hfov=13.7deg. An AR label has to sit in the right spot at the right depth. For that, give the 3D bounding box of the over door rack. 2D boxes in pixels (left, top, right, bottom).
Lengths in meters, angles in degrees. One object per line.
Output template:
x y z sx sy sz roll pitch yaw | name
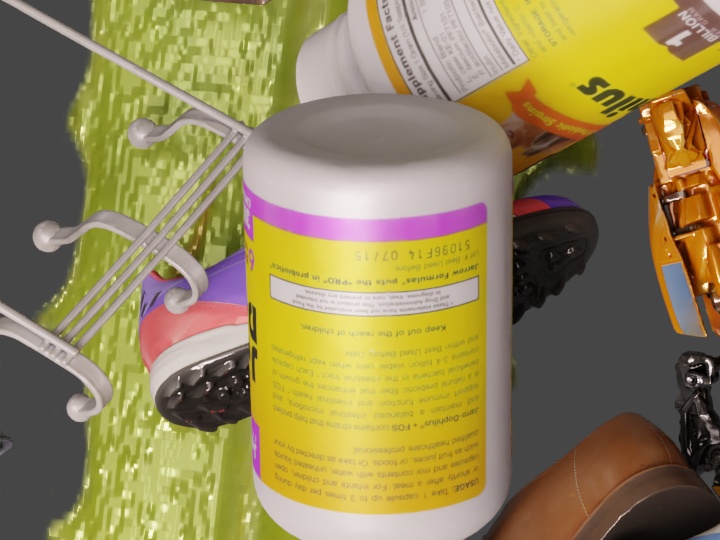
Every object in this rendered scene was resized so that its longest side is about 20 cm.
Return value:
-0.146 -0.043 1.240 0.200 0.067 0.148 36 58 6 | over door rack

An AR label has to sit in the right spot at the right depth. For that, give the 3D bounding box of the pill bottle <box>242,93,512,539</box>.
0.008 0.039 1.171 0.104 0.104 0.201 4 111 13 | pill bottle

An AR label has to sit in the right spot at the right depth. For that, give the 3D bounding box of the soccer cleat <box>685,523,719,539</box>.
0.159 0.125 1.148 0.200 0.070 0.087 -31 45 15 | soccer cleat

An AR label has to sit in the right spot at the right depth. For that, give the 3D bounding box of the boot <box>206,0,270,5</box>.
-0.012 -0.216 1.277 0.186 0.064 0.201 -13 80 23 | boot

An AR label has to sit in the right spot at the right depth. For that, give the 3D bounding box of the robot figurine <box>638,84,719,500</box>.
0.185 0.014 1.217 0.145 0.058 0.201 -18 82 14 | robot figurine

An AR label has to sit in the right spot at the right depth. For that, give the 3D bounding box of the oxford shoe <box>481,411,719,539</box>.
0.064 0.140 1.241 0.200 0.071 0.071 -45 40 14 | oxford shoe

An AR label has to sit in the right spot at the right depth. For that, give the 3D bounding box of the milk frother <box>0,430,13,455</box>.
-0.278 0.024 1.298 0.200 0.180 0.189 -31 76 53 | milk frother

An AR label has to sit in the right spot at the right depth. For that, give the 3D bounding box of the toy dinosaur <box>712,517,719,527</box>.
0.137 0.200 1.222 0.088 0.047 0.201 24 92 28 | toy dinosaur

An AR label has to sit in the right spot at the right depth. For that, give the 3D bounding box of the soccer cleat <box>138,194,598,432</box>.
0.000 0.000 1.261 0.199 0.068 0.073 -21 56 5 | soccer cleat

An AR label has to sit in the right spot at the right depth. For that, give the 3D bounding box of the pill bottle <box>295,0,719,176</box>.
0.072 -0.105 1.207 0.200 0.109 0.110 -28 79 33 | pill bottle
